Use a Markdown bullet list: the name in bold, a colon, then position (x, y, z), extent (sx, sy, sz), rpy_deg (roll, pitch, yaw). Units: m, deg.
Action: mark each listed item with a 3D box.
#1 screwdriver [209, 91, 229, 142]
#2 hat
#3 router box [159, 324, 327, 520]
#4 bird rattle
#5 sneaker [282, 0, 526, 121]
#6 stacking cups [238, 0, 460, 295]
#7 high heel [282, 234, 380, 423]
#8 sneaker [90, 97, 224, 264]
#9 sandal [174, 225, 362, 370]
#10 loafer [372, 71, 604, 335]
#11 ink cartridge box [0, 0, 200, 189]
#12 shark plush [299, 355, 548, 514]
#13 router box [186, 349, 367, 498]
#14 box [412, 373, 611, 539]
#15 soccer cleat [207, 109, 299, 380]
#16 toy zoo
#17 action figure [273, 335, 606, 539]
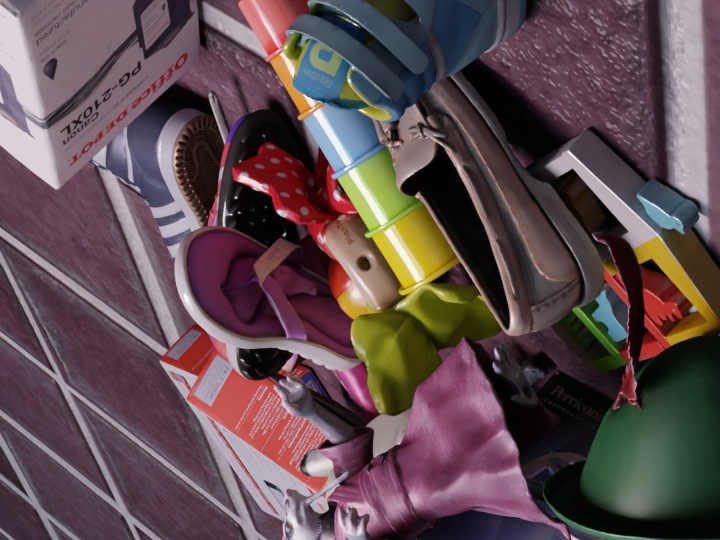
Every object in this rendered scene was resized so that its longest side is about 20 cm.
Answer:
- **screwdriver**: position (-0.085, -0.057, 1.452), extent (0.029, 0.028, 0.201), rpy_deg (-2, 142, 18)
- **hat**: position (0.176, 0.040, 1.098), extent (0.200, 0.164, 0.178), rpy_deg (-143, 46, -74)
- **router box**: position (-0.066, 0.152, 1.792), extent (0.179, 0.049, 0.201), rpy_deg (18, 146, 51)
- **bird rattle**: position (0.000, 0.000, 1.331), extent (0.200, 0.113, 0.163), rpy_deg (45, 176, 9)
- **sneaker**: position (0.012, -0.150, 0.978), extent (0.079, 0.130, 0.201), rpy_deg (31, 155, 35)
- **stacking cups**: position (-0.006, -0.084, 1.205), extent (0.201, 0.060, 0.060), rpy_deg (57, 158, -7)
- **high heel**: position (0.023, 0.057, 1.470), extent (0.199, 0.067, 0.096), rpy_deg (32, 117, 9)
- **sneaker**: position (-0.138, -0.052, 1.523), extent (0.108, 0.070, 0.201), rpy_deg (26, 145, 32)
- **sandal**: position (-0.048, 0.012, 1.350), extent (0.202, 0.050, 0.083), rpy_deg (20, -129, -55)
- **loafer**: position (0.052, -0.051, 1.133), extent (0.200, 0.063, 0.072), rpy_deg (51, 158, 19)
- **ink cartridge box**: position (-0.178, -0.166, 1.286), extent (0.084, 0.145, 0.200), rpy_deg (38, 158, 17)
- **shark plush**: position (0.041, 0.121, 1.372), extent (0.083, 0.200, 0.091), rpy_deg (40, -176, -27)
- **router box**: position (-0.010, 0.141, 1.542), extent (0.179, 0.049, 0.200), rpy_deg (32, 180, 30)
- **box**: position (0.140, 0.202, 1.282), extent (0.199, 0.198, 0.124), rpy_deg (29, 152, 37)
- **soccer cleat**: position (-0.083, -0.023, 1.413), extent (0.073, 0.068, 0.202), rpy_deg (33, 133, 42)
- **toy zoo**: position (0.137, -0.008, 1.154), extent (0.131, 0.020, 0.200), rpy_deg (48, 159, -5)
- **action figure**: position (0.032, 0.127, 1.247), extent (0.149, 0.199, 0.135), rpy_deg (35, -147, -39)
